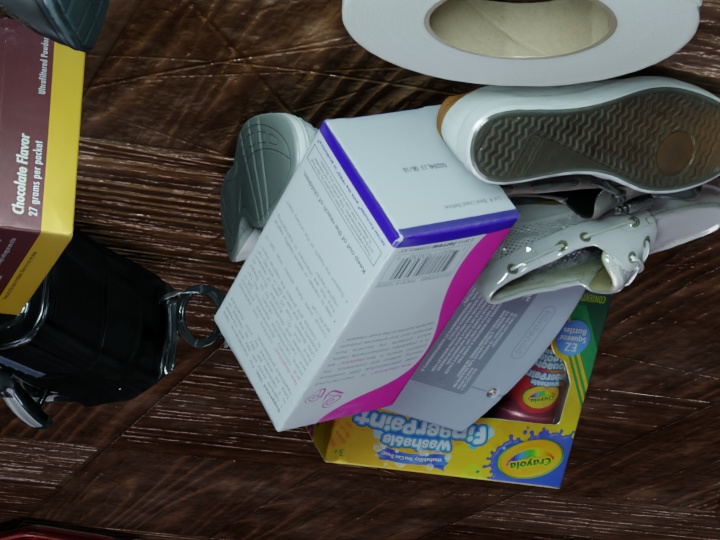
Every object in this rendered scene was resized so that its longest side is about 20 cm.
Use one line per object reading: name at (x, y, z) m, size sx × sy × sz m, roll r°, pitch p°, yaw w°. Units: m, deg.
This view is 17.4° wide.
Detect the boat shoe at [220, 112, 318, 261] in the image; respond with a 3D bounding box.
boat shoe at (-0.049, -0.056, 1.584) m, size 0.064 × 0.075 × 0.202 m, roll -6°, pitch 163°, yaw -15°

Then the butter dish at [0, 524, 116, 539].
butter dish at (-0.417, 0.427, 3.131) m, size 0.198 × 0.149 × 0.199 m, roll 14°, pitch 160°, yaw -36°

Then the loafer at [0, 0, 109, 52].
loafer at (-0.170, -0.166, 1.086) m, size 0.072 × 0.073 × 0.200 m, roll 6°, pitch 156°, yaw 17°

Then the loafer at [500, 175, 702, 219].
loafer at (0.136, -0.058, 1.558) m, size 0.198 × 0.063 × 0.072 m, roll 8°, pitch 163°, yaw -18°

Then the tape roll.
tape roll at (0.089, -0.153, 1.294) m, size 0.201 × 0.037 × 0.203 m, roll 3°, pitch 163°, yaw 1°

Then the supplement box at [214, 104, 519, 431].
supplement box at (0.000, 0.000, 1.507) m, size 0.101 × 0.104 × 0.200 m, roll -10°, pitch 145°, yaw -38°

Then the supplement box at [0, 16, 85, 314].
supplement box at (-0.289, -0.070, 1.455) m, size 0.198 × 0.134 × 0.197 m, roll 7°, pitch 163°, yaw -16°

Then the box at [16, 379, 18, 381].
box at (-0.356, 0.046, 2.009) m, size 0.158 × 0.050 × 0.200 m, roll 4°, pitch 164°, yaw -14°

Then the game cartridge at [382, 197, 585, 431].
game cartridge at (0.087, 0.025, 1.699) m, size 0.133 × 0.041 × 0.201 m, roll 21°, pitch 116°, yaw -33°

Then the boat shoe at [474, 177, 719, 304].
boat shoe at (0.168, -0.014, 1.623) m, size 0.198 × 0.070 × 0.071 m, roll -13°, pitch 148°, yaw -9°

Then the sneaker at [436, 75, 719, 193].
sneaker at (0.141, -0.095, 1.469) m, size 0.198 × 0.073 × 0.085 m, roll 1°, pitch -161°, yaw -24°

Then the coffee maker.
coffee maker at (-0.229, 0.019, 1.805) m, size 0.191 × 0.135 × 0.200 m, roll -27°, pitch 157°, yaw 12°

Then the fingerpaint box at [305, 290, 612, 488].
fingerpaint box at (0.075, 0.070, 1.804) m, size 0.198 × 0.168 × 0.073 m, roll 9°, pitch -163°, yaw -19°
